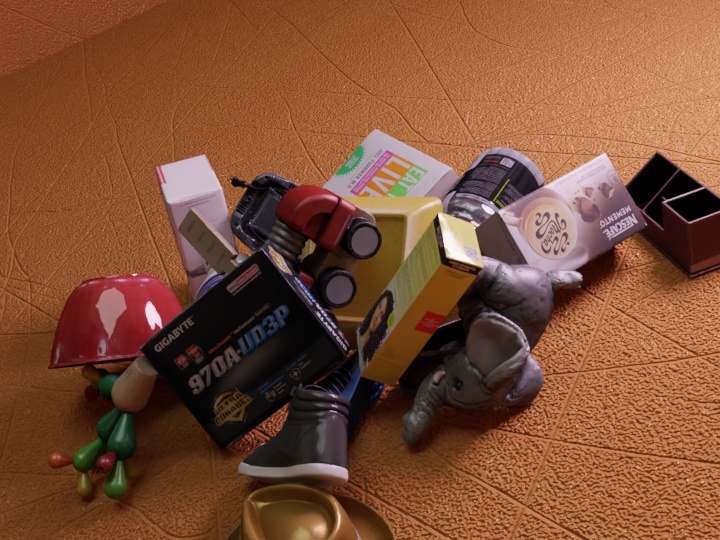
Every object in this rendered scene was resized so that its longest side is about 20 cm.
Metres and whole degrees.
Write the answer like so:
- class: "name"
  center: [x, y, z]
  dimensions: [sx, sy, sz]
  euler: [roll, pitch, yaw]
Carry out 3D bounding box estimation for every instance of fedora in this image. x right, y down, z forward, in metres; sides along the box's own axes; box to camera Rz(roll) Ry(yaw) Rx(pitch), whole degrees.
- class: "fedora"
  center: [-0.063, 0.267, 0.963]
  dimensions: [0.197, 0.083, 0.202]
  euler: [-12, 30, 7]

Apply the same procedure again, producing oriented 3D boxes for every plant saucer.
- class: "plant saucer"
  center: [0.000, 0.000, 1.267]
  dimensions: [0.196, 0.204, 0.048]
  euler: [2, -7, 24]

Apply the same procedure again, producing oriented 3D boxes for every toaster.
- class: "toaster"
  center: [-0.101, -0.055, 1.402]
  dimensions: [0.198, 0.129, 0.115]
  euler: [32, 84, 6]

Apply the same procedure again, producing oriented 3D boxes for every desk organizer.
- class: "desk organizer"
  center: [0.415, -0.079, 1.303]
  dimensions: [0.071, 0.078, 0.201]
  euler: [-19, 30, -5]

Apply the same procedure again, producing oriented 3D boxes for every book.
- class: "book"
  center: [0.042, -0.126, 1.469]
  dimensions: [0.134, 0.048, 0.199]
  euler: [-49, 41, -6]

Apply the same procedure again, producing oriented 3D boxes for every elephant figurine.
- class: "elephant figurine"
  center: [0.144, 0.097, 1.098]
  dimensions: [0.154, 0.140, 0.204]
  euler: [-26, 54, 55]

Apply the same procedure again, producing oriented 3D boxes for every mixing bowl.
- class: "mixing bowl"
  center: [-0.315, 0.065, 1.297]
  dimensions: [0.196, 0.111, 0.200]
  euler: [-7, -4, 0]

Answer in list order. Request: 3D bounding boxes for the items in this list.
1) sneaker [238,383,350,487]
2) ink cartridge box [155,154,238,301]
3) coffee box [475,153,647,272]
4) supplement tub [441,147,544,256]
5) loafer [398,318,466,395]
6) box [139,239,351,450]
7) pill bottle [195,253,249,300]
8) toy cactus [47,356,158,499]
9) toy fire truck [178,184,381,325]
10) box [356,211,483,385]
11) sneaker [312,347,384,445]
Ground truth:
- class: "sneaker"
  center: [-0.067, 0.177, 1.047]
  dimensions: [0.199, 0.070, 0.101]
  euler: [-23, 54, 56]
- class: "ink cartridge box"
  center: [-0.228, -0.046, 1.438]
  dimensions: [0.083, 0.203, 0.146]
  euler: [-16, 29, -11]
- class: "coffee box"
  center: [0.257, -0.054, 1.268]
  dimensions: [0.198, 0.114, 0.080]
  euler: [-27, -6, -27]
- class: "supplement tub"
  center: [0.171, -0.074, 1.367]
  dimensions: [0.121, 0.124, 0.200]
  euler: [5, 35, 32]
- class: "loafer"
  center: [0.131, 0.082, 1.190]
  dimensions: [0.197, 0.064, 0.072]
  euler: [-25, 31, -14]
- class: "box"
  center: [-0.132, 0.089, 1.144]
  dimensions: [0.199, 0.160, 0.046]
  euler: [-37, 6, 16]
- class: "pill bottle"
  center: [-0.162, 0.065, 1.306]
  dimensions: [0.118, 0.121, 0.201]
  euler: [-16, 31, 0]
- class: "toy cactus"
  center: [-0.299, 0.168, 1.181]
  dimensions: [0.166, 0.101, 0.201]
  euler: [-55, 27, 24]
- class: "toy fire truck"
  center: [-0.104, -0.032, 1.187]
  dimensions: [0.178, 0.198, 0.129]
  euler: [-61, 26, 4]
- class: "box"
  center: [0.061, 0.035, 1.090]
  dimensions: [0.049, 0.201, 0.076]
  euler: [18, 38, -22]
- class: "sneaker"
  center: [-0.030, 0.146, 1.160]
  dimensions: [0.077, 0.071, 0.201]
  euler: [6, 37, 25]
